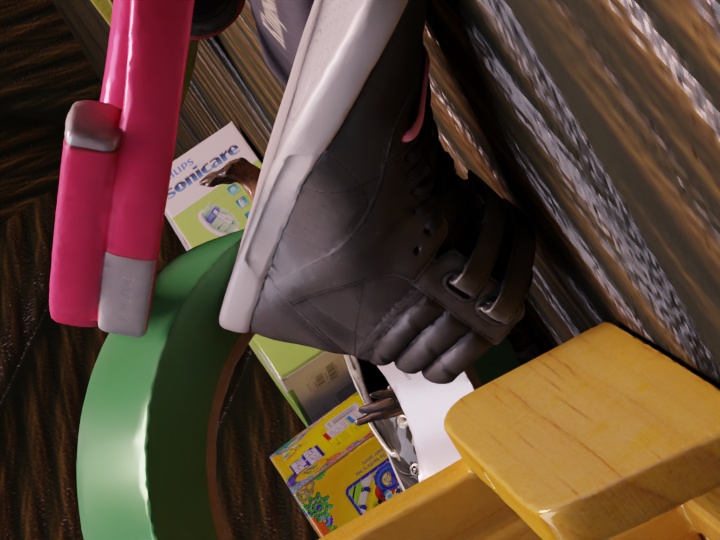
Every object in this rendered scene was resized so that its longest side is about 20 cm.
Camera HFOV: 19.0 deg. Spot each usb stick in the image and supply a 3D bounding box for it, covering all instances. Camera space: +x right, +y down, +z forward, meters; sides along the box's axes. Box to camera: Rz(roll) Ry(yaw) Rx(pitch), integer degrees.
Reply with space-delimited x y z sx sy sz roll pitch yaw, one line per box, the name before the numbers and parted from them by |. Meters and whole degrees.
usb stick | -0.022 -0.102 0.774 0.056 0.032 0.200 57 175 11

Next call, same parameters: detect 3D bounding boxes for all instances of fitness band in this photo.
fitness band | -0.081 -0.064 0.756 0.201 0.037 0.144 108 169 -53

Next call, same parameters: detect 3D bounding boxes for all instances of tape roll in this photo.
tape roll | -0.013 0.080 0.824 0.048 0.200 0.201 -14 115 48

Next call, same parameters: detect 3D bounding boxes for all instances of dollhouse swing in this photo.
dollhouse swing | 0.074 0.154 0.687 0.201 0.175 0.182 58 175 -15

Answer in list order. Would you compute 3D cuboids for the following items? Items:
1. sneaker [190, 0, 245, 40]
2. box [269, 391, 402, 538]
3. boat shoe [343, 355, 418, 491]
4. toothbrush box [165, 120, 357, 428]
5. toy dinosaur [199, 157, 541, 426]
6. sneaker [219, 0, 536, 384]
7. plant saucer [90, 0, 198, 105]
sneaker | -0.081 -0.142 0.857 0.098 0.071 0.201 56 174 30
box | 0.045 0.183 1.491 0.193 0.122 0.200 55 175 -5
boat shoe | 0.037 0.085 1.212 0.200 0.070 0.064 55 177 36
toothbrush box | -0.066 0.009 1.643 0.201 0.086 0.146 55 175 23
toy dinosaur | 0.000 0.000 0.980 0.136 0.086 0.200 50 -177 -20
sneaker | 0.019 -0.032 0.701 0.098 0.071 0.200 17 145 -4
plant saucer | -0.174 -0.226 1.361 0.200 0.048 0.200 51 174 44
